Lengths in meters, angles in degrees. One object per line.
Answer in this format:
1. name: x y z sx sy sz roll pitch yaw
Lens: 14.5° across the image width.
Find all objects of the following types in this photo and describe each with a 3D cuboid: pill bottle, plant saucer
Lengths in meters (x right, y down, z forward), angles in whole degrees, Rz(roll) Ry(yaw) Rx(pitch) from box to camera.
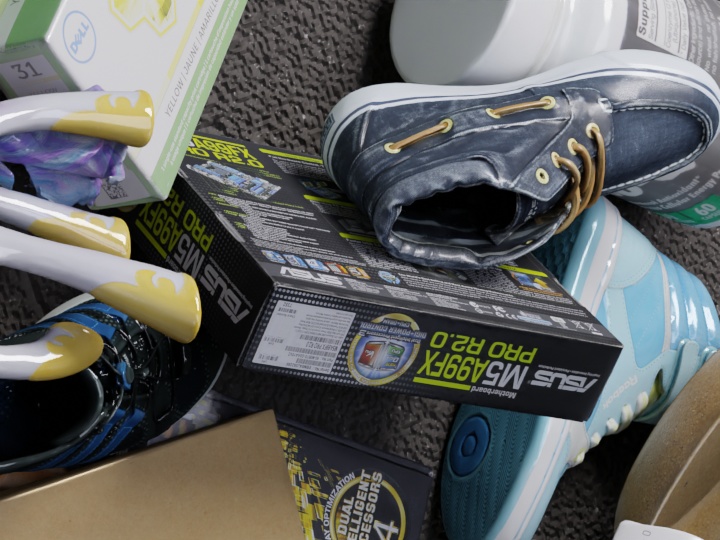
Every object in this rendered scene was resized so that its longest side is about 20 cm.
1. pill bottle: 0.119 -0.102 1.409 0.200 0.113 0.113 20 76 -35
2. plant saucer: 0.190 0.088 1.449 0.200 0.035 0.200 -40 154 -25

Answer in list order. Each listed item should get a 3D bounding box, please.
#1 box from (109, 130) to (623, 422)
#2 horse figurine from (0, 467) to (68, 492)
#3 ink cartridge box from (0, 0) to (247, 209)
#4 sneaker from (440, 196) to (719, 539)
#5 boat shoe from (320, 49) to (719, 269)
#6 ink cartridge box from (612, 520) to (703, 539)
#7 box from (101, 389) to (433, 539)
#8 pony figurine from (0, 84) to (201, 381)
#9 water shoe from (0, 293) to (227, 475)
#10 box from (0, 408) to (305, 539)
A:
1. box: 0.000 0.000 1.295 0.200 0.160 0.044 10 113 -36
2. horse figurine: -0.195 0.045 1.217 0.132 0.050 0.201 -22 101 -33
3. ink cartridge box: -0.129 -0.145 1.225 0.200 0.048 0.146 56 39 -38
4. sneaker: 0.123 0.071 1.430 0.130 0.079 0.201 29 73 -31
5. boat shoe: 0.087 -0.045 1.303 0.200 0.091 0.071 -8 126 -16
6. ink cartridge box: 0.132 0.238 1.379 0.161 0.050 0.200 -63 152 -26
7. box: -0.060 0.165 1.310 0.161 0.049 0.201 22 75 -30
8. pony figurine: -0.178 -0.040 1.120 0.199 0.167 0.194 6 50 -28
9. water shoe: -0.121 0.055 1.193 0.200 0.079 0.072 -19 104 -39
10. box: -0.105 0.164 1.239 0.200 0.021 0.164 -17 97 -32
